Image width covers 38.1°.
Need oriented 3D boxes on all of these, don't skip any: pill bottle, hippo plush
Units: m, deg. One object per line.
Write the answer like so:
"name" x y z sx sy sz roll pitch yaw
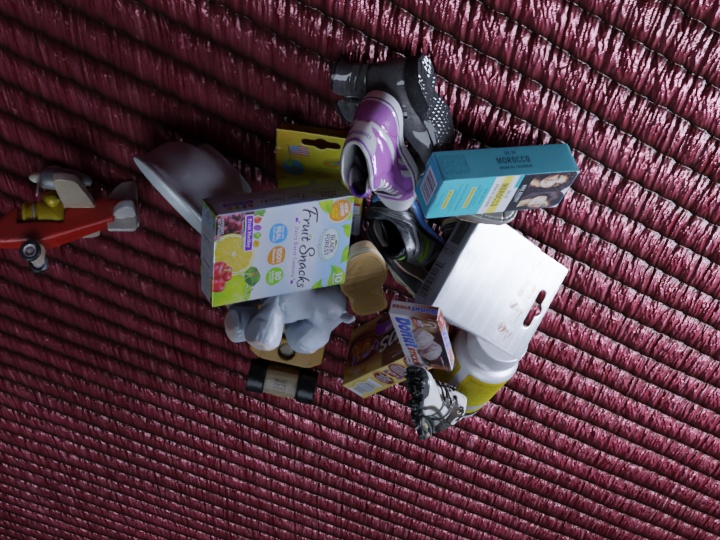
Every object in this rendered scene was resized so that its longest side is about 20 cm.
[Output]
"pill bottle" 0.194 0.156 1.742 0.114 0.115 0.200 18 144 -10
"hippo plush" -0.104 0.040 1.606 0.161 0.159 0.200 23 103 -45

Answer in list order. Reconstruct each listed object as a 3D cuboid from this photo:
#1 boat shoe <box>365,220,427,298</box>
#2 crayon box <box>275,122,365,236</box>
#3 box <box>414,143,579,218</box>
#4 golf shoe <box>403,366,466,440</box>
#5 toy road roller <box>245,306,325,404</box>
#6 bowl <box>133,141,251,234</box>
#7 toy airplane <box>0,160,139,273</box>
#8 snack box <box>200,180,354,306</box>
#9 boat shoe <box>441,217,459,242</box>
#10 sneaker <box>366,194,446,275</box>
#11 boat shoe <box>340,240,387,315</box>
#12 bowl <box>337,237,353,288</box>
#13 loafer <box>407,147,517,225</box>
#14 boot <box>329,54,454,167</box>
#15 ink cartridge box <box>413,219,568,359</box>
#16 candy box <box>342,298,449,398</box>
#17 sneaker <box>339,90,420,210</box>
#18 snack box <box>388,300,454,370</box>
"boat shoe" 0.069 -0.011 1.588 0.062 0.071 0.200 -13 138 41
"crayon box" -0.053 -0.136 1.461 0.126 0.051 0.200 9 144 2
"box" 0.178 -0.117 1.365 0.199 0.049 0.082 -6 149 -20
"golf shoe" 0.123 0.201 1.680 0.094 0.078 0.200 -15 151 -2
"toy road roller" -0.123 0.123 1.798 0.122 0.146 0.201 12 107 -2
"bowl" -0.217 -0.114 1.465 0.201 0.090 0.201 44 172 8
"toy airplane" -0.428 -0.098 1.558 0.200 0.142 0.199 -33 164 33
"snack box" -0.113 -0.037 1.406 0.199 0.053 0.143 -10 126 -26
"boat shoe" 0.172 -0.002 1.574 0.073 0.065 0.200 -7 139 26
"sneaker" 0.073 -0.035 1.513 0.071 0.083 0.200 6 141 54
"boat shoe" 0.000 0.000 1.548 0.073 0.069 0.200 -13 155 -4
"bowl" -0.101 -0.027 1.631 0.200 0.039 0.201 7 144 5
"loafer" 0.119 -0.113 1.447 0.199 0.072 0.063 22 160 -6
"boot" 0.043 -0.200 1.354 0.131 0.070 0.200 1 137 23
"ink cartridge box" 0.194 0.020 1.531 0.200 0.163 0.057 31 178 -38
"candy box" 0.060 0.124 1.730 0.056 0.117 0.200 32 139 -26
"sneaker" 0.016 -0.119 1.327 0.072 0.115 0.201 9 147 23
"snack box" 0.092 0.098 1.533 0.072 0.024 0.200 9 156 15
